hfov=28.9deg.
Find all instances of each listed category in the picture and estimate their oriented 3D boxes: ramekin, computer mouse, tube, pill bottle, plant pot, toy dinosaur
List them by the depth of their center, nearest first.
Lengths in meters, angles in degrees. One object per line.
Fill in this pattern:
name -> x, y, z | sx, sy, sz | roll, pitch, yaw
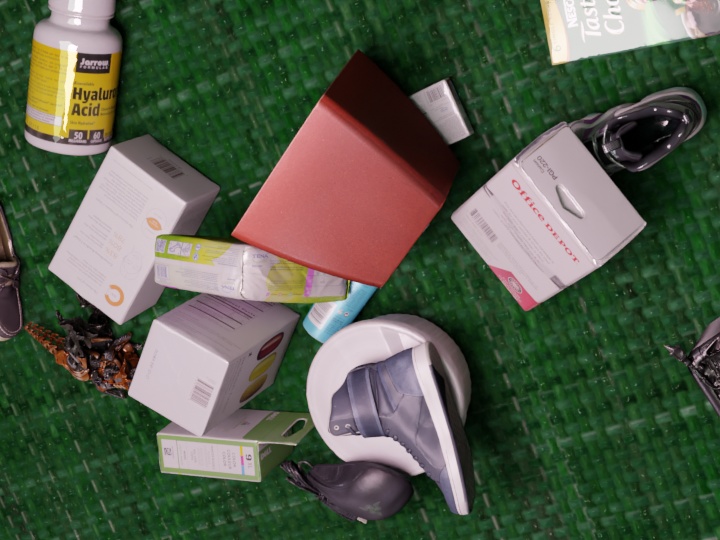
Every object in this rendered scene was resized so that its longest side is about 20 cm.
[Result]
plant pot -> -0.002, -0.099, 1.585 | 0.176, 0.200, 0.200 | 35, 117, -4
ramekin -> 0.044, 0.145, 1.708 | 0.202, 0.094, 0.203 | 7, 107, 21
tube -> 0.000, 0.000, 1.715 | 0.077, 0.050, 0.200 | 36, 110, 6
computer mouse -> -0.010, 0.278, 1.718 | 0.138, 0.053, 0.200 | 34, 154, -21
pill bottle -> -0.358, -0.254, 1.752 | 0.111, 0.111, 0.200 | 16, 111, 18
toy dinosaur -> -0.361, 0.110, 1.873 | 0.200, 0.102, 0.136 | 6, 126, -1

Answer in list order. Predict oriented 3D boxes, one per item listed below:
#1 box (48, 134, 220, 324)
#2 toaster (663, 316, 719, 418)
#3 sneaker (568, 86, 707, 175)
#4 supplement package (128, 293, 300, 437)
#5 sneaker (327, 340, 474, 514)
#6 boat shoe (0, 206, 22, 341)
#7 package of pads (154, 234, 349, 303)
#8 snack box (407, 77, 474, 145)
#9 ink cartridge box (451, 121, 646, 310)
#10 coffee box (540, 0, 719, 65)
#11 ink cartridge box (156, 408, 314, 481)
box -> -0.290, -0.053, 1.789 | 0.124, 0.097, 0.200 | 37, 115, 9
toaster -> 0.465, 0.106, 1.507 | 0.181, 0.119, 0.200 | -33, 91, 26
sneaker -> 0.269, -0.136, 1.507 | 0.200, 0.140, 0.078 | -27, 94, 26
supplement package -> -0.177, 0.102, 1.728 | 0.109, 0.200, 0.114 | 29, 115, 14
sneaker -> 0.045, 0.198, 1.619 | 0.146, 0.077, 0.203 | -18, 88, 14
boat shoe -> -0.498, -0.003, 1.906 | 0.065, 0.072, 0.200 | -11, 95, 30
package of pads -> -0.123, -0.002, 1.656 | 0.154, 0.200, 0.068 | 8, 94, 39
snack box -> 0.033, -0.156, 1.665 | 0.200, 0.024, 0.072 | -23, 96, 26
ink cartridge box -> 0.202, -0.056, 1.533 | 0.146, 0.085, 0.200 | 51, 159, 2
coffee box -> 0.293, -0.297, 1.505 | 0.200, 0.044, 0.123 | -6, 103, 24
ink cartridge box -> -0.151, 0.224, 1.807 | 0.200, 0.104, 0.059 | 1, 106, 22
